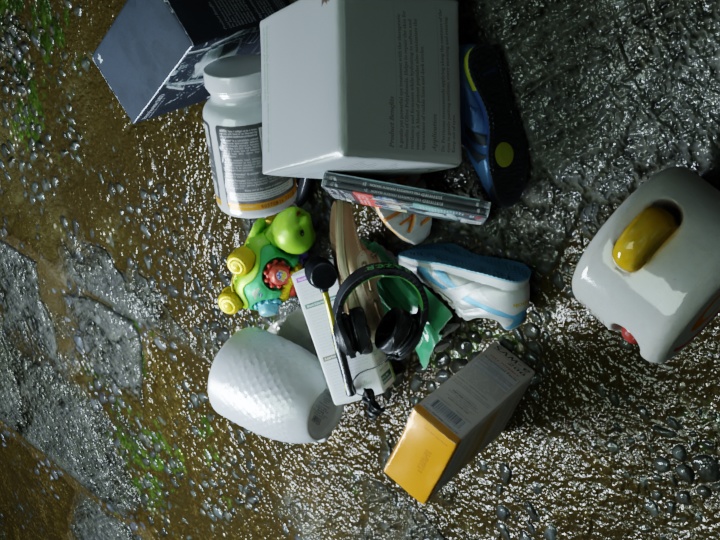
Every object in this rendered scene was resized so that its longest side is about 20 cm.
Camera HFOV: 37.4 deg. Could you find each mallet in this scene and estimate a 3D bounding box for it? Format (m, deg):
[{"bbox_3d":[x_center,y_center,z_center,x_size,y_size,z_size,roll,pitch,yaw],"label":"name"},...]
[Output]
[{"bbox_3d":[-0.038,0.075,1.474,0.066,0.041,0.201,-127,23,-69],"label":"mallet"}]

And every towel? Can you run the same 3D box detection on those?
[{"bbox_3d":[-0.061,0.115,1.644,0.200,0.034,0.133,-27,91,46],"label":"towel"}]

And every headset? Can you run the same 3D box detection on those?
[{"bbox_3d":[0.024,0.090,1.386,0.094,0.123,0.201,-110,26,-60],"label":"headset"}]

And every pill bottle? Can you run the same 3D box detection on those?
[{"bbox_3d":[-0.152,-0.182,1.443,0.116,0.116,0.201,20,127,36],"label":"pill bottle"}]

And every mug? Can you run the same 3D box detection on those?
[{"bbox_3d":[-0.109,0.196,1.616,0.175,0.148,0.200,20,153,34],"label":"mug"}]

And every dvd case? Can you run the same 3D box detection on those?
[{"bbox_3d":[0.057,-0.086,1.301,0.199,0.146,0.022,12,89,5],"label":"dvd case"}]

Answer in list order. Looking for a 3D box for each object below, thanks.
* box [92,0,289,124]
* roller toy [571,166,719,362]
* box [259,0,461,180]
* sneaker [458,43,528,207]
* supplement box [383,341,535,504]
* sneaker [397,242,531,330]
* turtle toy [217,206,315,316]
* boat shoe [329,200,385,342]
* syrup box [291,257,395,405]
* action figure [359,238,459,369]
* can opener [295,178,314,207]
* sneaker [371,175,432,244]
[{"bbox_3d":[-0.232,-0.326,1.477,0.200,0.196,0.124,-38,82,47],"label":"box"},{"bbox_3d":[0.315,-0.009,1.109,0.140,0.200,0.183,43,139,21],"label":"roller toy"},{"bbox_3d":[-0.003,-0.215,1.267,0.200,0.170,0.200,-5,86,57],"label":"box"},{"bbox_3d":[0.146,-0.174,1.289,0.078,0.066,0.201,-2,108,55],"label":"sneaker"},{"bbox_3d":[0.129,0.194,1.376,0.073,0.200,0.126,38,130,20],"label":"supplement box"},{"bbox_3d":[0.128,0.018,1.385,0.199,0.076,0.081,20,122,38],"label":"sneaker"},{"bbox_3d":[-0.129,-0.014,1.584,0.101,0.146,0.201,26,128,8],"label":"turtle toy"},{"bbox_3d":[0.000,0.000,1.448,0.071,0.064,0.201,-128,28,-77],"label":"boat shoe"},{"bbox_3d":[-0.023,0.082,1.528,0.081,0.079,0.201,-17,92,15],"label":"syrup box"},{"bbox_3d":[0.055,0.026,1.475,0.200,0.055,0.118,50,137,24],"label":"action figure"},{"bbox_3d":[-0.080,-0.168,1.508,0.063,0.079,0.200,41,142,11],"label":"can opener"},{"bbox_3d":[0.026,-0.120,1.428,0.201,0.078,0.077,56,161,4],"label":"sneaker"}]
